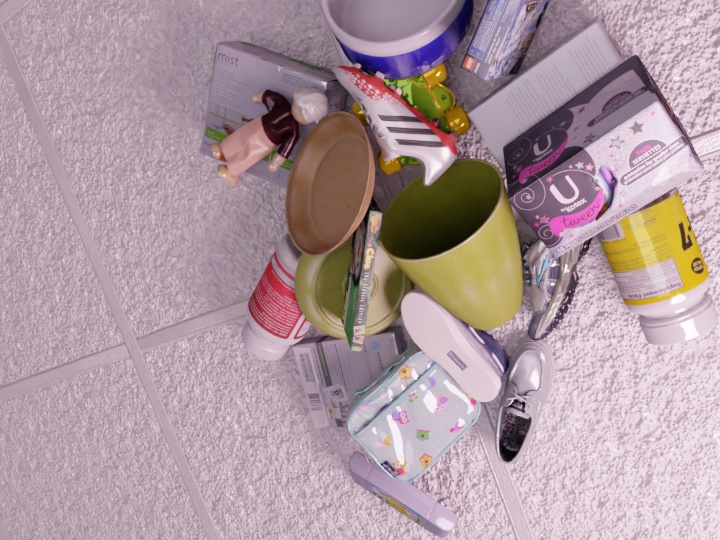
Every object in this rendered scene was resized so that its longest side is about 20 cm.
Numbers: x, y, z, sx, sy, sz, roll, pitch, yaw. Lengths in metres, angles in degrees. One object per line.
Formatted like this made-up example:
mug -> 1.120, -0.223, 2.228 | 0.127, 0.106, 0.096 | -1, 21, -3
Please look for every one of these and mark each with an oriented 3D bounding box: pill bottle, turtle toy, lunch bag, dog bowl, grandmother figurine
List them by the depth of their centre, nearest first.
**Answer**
pill bottle -> 0.384, -0.014, 0.947 | 0.113, 0.114, 0.203 | -21, 97, 28
dog bowl -> 0.050, -0.362, 0.965 | 0.195, 0.079, 0.205 | -6, 70, 15
turtle toy -> 0.065, -0.240, 1.032 | 0.144, 0.101, 0.203 | -26, 95, 14
grandmother figurine -> -0.129, -0.206, 1.056 | 0.197, 0.060, 0.124 | -24, 87, 27
lunch bag -> 0.077, 0.221, 1.140 | 0.200, 0.077, 0.161 | -43, 99, 6
pill bottle -> -0.121, 0.047, 1.202 | 0.112, 0.112, 0.202 | 37, 117, 10

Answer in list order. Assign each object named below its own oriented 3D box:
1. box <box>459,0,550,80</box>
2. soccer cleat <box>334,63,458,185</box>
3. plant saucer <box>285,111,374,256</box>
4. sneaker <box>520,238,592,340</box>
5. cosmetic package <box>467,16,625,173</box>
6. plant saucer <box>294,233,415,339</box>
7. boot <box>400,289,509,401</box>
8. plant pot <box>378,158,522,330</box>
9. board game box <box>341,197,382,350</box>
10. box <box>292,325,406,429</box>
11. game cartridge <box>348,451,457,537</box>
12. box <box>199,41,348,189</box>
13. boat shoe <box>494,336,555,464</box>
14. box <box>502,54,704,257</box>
box -> 0.190, -0.313, 0.900 | 0.039, 0.200, 0.139 | 29, 115, 13
soccer cleat -> 0.038, -0.193, 0.959 | 0.198, 0.069, 0.086 | 36, 95, -3
plant saucer -> -0.037, -0.117, 1.013 | 0.198, 0.035, 0.205 | -19, 65, 49
sneaker -> 0.268, -0.001, 1.038 | 0.085, 0.077, 0.204 | 22, 106, 27
cosmetic package -> 0.252, -0.229, 0.962 | 0.198, 0.071, 0.102 | -32, 100, 28
plant saucer -> -0.003, 0.019, 1.121 | 0.195, 0.031, 0.205 | -5, 111, -12
boot -> 0.144, 0.100, 1.101 | 0.072, 0.090, 0.201 | -38, 92, 33
plant pot -> 0.151, -0.017, 1.018 | 0.184, 0.190, 0.201 | -15, 130, 27
board game box -> 0.000, 0.000, 1.041 | 0.023, 0.105, 0.204 | 4, 109, -13
box -> -0.007, 0.184, 1.230 | 0.196, 0.041, 0.159 | -10, 101, 28
game cartridge -> 0.067, 0.376, 1.212 | 0.197, 0.041, 0.134 | 29, 156, 15
box -> -0.136, -0.240, 1.132 | 0.197, 0.096, 0.180 | 22, 113, 18
boat shoe -> 0.246, 0.202, 1.099 | 0.069, 0.071, 0.205 | 15, 111, 20
box -> 0.284, -0.137, 0.882 | 0.199, 0.133, 0.115 | -35, 116, 29
